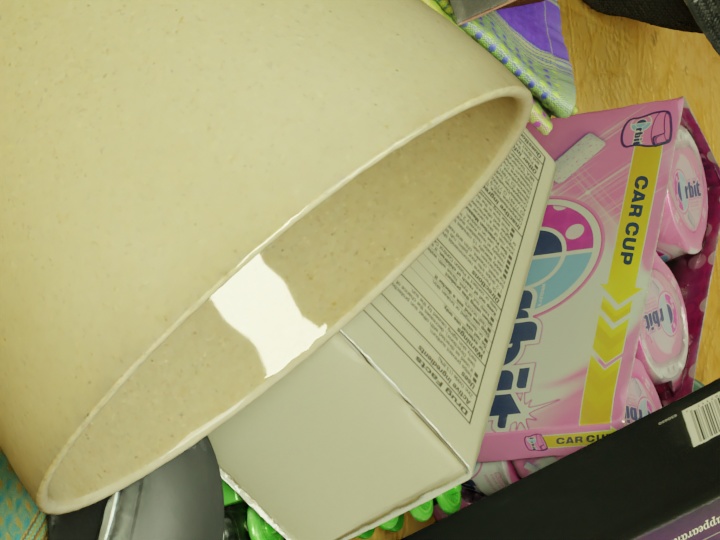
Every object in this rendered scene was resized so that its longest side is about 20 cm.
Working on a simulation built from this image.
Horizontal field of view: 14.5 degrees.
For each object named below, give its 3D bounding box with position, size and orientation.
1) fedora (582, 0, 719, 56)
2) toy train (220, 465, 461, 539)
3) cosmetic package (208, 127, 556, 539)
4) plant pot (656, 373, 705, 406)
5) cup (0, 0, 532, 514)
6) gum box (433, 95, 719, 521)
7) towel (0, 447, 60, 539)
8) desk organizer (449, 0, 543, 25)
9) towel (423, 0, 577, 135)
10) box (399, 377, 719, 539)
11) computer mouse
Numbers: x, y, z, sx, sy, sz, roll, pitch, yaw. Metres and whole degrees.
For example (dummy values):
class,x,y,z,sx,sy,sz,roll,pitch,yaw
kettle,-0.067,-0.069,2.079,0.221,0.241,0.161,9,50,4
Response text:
class,x,y,z,sx,sy,sz,roll,pitch,yaw
fedora,0.159,-0.187,1.498,0.200,0.091,0.202,26,60,-59
toy train,-0.016,0.083,1.144,0.200,0.042,0.057,-4,76,-63
cosmetic package,0.000,0.000,1.097,0.103,0.087,0.200,48,33,-19
plant pot,0.163,0.151,1.324,0.188,0.199,0.201,43,45,-35
cup,-0.066,-0.041,0.893,0.143,0.200,0.200,49,26,9
gum box,0.091,0.022,1.286,0.066,0.113,0.201,57,37,-41
towel,-0.116,0.122,0.957,0.147,0.022,0.201,-58,135,-50
desk organizer,0.048,-0.206,1.133,0.077,0.071,0.201,-18,87,-61
towel,0.041,-0.149,1.223,0.144,0.023,0.200,46,20,-19
box,0.116,0.148,1.179,0.141,0.199,0.079,56,13,-31
computer mouse,-0.062,0.131,0.988,0.140,0.046,0.201,40,50,-54
